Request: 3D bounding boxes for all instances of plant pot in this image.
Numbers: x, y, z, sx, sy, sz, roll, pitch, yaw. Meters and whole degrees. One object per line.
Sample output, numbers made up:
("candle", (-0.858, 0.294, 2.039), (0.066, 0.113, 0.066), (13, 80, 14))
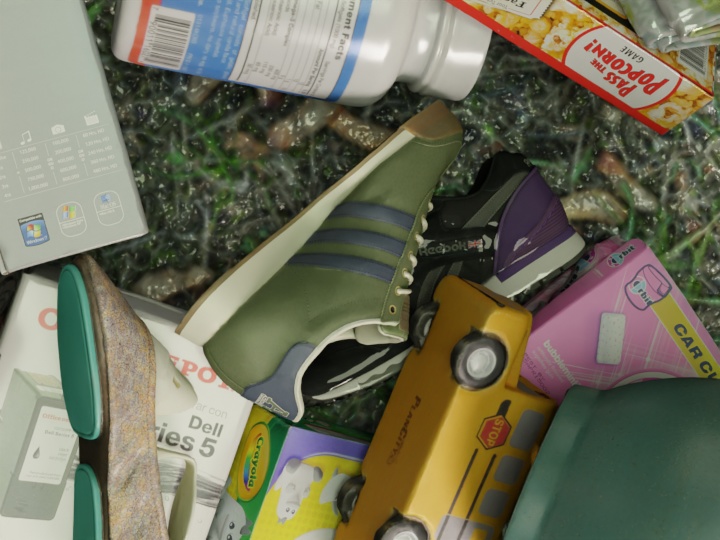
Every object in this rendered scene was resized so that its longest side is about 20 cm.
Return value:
("plant pot", (0.150, 0.138, 0.787), (0.134, 0.200, 0.201), (23, 90, 13))

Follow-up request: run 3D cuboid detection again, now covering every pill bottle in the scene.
("pill bottle", (-0.031, -0.153, 0.829), (0.199, 0.112, 0.113), (10, 93, -14))

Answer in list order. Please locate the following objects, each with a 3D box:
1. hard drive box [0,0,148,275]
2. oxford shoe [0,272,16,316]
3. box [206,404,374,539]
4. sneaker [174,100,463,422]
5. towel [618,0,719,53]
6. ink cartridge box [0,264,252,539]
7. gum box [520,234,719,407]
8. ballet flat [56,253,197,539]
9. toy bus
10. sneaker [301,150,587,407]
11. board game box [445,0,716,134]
("hard drive box", (-0.176, -0.108, 0.788), (0.077, 0.156, 0.201), (-16, 98, -8))
("oxford shoe", (-0.270, 0.043, 0.801), (0.200, 0.073, 0.085), (-35, 93, 18))
("box", (-0.042, 0.188, 0.866), (0.117, 0.048, 0.200), (18, 94, -38))
("sneaker", (0.000, 0.000, 0.815), (0.200, 0.067, 0.090), (-41, 88, -19))
("towel", (0.185, -0.217, 0.833), (0.171, 0.048, 0.200), (-13, 74, -40))
("ink cartridge box", (-0.154, 0.112, 0.844), (0.145, 0.084, 0.201), (19, 90, -11))
("gum box", (0.168, 0.085, 0.902), (0.113, 0.066, 0.200), (-36, 99, -2))
("ballet flat", (-0.120, 0.088, 0.780), (0.067, 0.068, 0.201), (-5, 100, -29))
("toy bus", (0.046, 0.109, 0.822), (0.078, 0.065, 0.200), (19, 98, -27))
("sneaker", (0.029, 0.002, 0.878), (0.200, 0.076, 0.088), (-32, 95, -15))
("board game box", (0.112, -0.188, 0.829), (0.200, 0.046, 0.152), (28, 52, -20))
